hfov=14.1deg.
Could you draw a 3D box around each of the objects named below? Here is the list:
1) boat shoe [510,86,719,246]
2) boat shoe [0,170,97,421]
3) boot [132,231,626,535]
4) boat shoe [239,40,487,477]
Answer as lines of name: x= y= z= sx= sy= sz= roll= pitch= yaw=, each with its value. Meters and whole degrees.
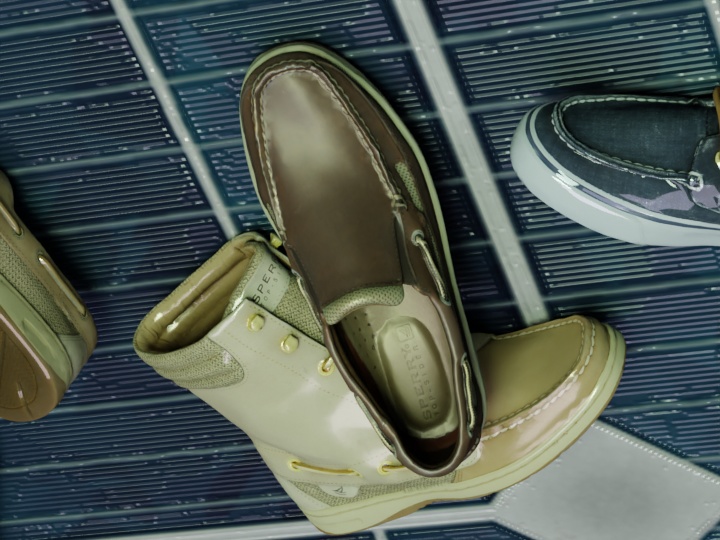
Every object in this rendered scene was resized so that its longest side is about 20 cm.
boat shoe: x=0.169 y=-0.057 z=1.227 sx=0.200 sy=0.071 sz=0.091 roll=12 pitch=136 yaw=-9
boat shoe: x=-0.196 y=-0.024 z=1.349 sx=0.071 sy=0.065 sz=0.200 roll=-18 pitch=114 yaw=37
boot: x=0.008 y=0.038 z=1.361 sx=0.200 sy=0.073 sz=0.155 roll=-23 pitch=125 yaw=36
boat shoe: x=0.006 y=-0.002 z=1.269 sx=0.075 sy=0.075 sz=0.203 roll=-24 pitch=105 yaw=10
